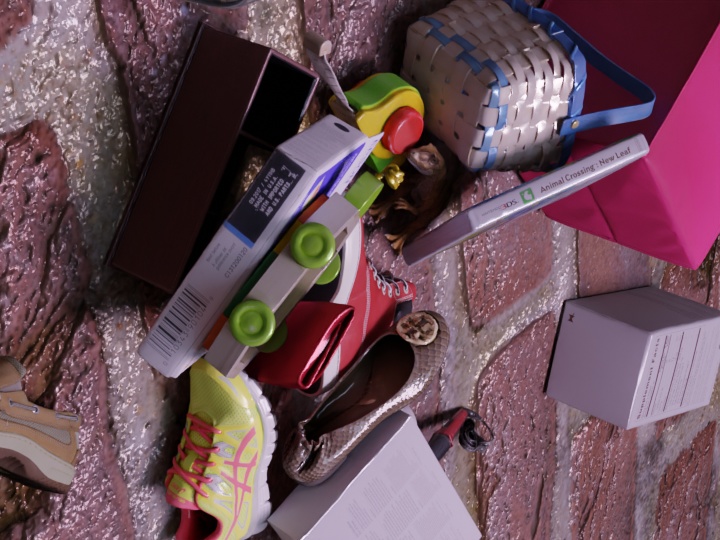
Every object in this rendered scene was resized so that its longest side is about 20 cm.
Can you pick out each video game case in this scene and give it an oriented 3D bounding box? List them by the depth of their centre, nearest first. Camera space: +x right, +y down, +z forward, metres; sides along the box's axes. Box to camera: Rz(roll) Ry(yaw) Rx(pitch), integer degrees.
[{"bbox_3d":[0.143,-0.061,1.388,0.181,0.200,0.022,-24,88,-17],"label":"video game case"}]

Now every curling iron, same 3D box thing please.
[{"bbox_3d":[0.090,0.177,1.551,0.026,0.050,0.200,-51,168,20],"label":"curling iron"}]

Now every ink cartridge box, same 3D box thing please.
[{"bbox_3d":[-0.073,-0.026,1.190,0.199,0.043,0.200,-54,175,19],"label":"ink cartridge box"}]

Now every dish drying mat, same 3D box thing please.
[{"bbox_3d":[-0.055,0.060,1.245,0.018,0.200,0.077,32,79,-14],"label":"dish drying mat"}]

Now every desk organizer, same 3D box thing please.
[{"bbox_3d":[-0.112,-0.078,1.179,0.071,0.077,0.202,21,91,-53],"label":"desk organizer"}]

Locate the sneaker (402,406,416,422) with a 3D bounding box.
[{"bbox_3d":[-0.012,0.218,1.472,0.099,0.074,0.202,12,90,-46],"label":"sneaker"}]

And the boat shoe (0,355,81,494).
[{"bbox_3d":[-0.266,0.095,1.093,0.200,0.071,0.077,47,56,-58],"label":"boat shoe"}]

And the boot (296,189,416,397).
[{"bbox_3d":[0.000,0.000,1.370,0.144,0.072,0.202,-29,136,-41],"label":"boot"}]

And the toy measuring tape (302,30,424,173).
[{"bbox_3d":[0.009,-0.152,1.291,0.074,0.073,0.200,-55,149,-16],"label":"toy measuring tape"}]

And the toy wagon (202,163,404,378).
[{"bbox_3d":[-0.042,-0.005,1.147,0.201,0.039,0.155,-52,177,-3],"label":"toy wagon"}]

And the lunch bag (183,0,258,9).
[{"bbox_3d":[-0.081,-0.296,1.069,0.168,0.138,0.202,-36,136,-57],"label":"lunch bag"}]

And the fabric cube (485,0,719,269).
[{"bbox_3d":[0.269,-0.156,1.520,0.197,0.199,0.199,-58,141,-13],"label":"fabric cube"}]

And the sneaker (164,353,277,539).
[{"bbox_3d":[-0.124,0.160,1.286,0.090,0.078,0.202,-29,129,-37],"label":"sneaker"}]

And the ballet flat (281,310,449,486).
[{"bbox_3d":[0.004,0.105,1.347,0.200,0.067,0.047,-44,141,-16],"label":"ballet flat"}]

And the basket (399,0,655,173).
[{"bbox_3d":[0.141,-0.174,1.379,0.198,0.176,0.140,-19,134,-28],"label":"basket"}]

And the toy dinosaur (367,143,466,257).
[{"bbox_3d":[0.062,-0.066,1.402,0.106,0.061,0.200,-34,172,5],"label":"toy dinosaur"}]

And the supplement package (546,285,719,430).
[{"bbox_3d":[0.323,0.097,1.783,0.199,0.116,0.119,-6,113,-49],"label":"supplement package"}]

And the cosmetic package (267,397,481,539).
[{"bbox_3d":[0.017,0.235,1.404,0.151,0.051,0.201,-48,135,-19],"label":"cosmetic package"}]
